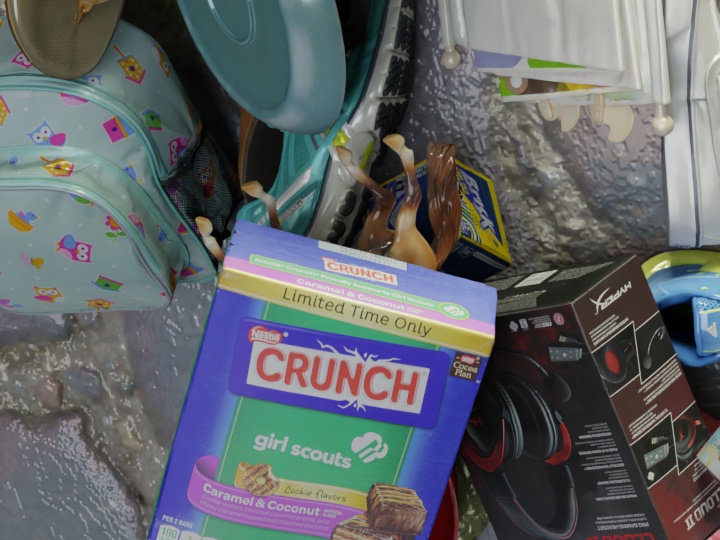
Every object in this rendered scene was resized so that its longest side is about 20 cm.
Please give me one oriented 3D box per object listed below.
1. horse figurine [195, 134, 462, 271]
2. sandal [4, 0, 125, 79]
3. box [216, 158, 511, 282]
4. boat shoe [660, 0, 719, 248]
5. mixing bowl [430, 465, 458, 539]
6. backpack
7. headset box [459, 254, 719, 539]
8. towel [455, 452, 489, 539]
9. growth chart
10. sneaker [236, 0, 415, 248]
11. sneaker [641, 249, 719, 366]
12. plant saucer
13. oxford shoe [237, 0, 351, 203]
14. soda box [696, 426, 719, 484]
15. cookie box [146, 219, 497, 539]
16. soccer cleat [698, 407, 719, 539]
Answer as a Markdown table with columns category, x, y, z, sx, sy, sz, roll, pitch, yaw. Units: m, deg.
| category | x | y | z | sx | sy | sz | roll | pitch | yaw |
| --- | --- | --- | --- | --- | --- | --- | --- | --- | --- |
| horse figurine | -0.014 | -0.007 | 1.418 | 0.199 | 0.050 | 0.133 | -24 | 113 | -8 |
| sandal | -0.156 | -0.206 | 1.372 | 0.201 | 0.080 | 0.054 | -64 | 34 | 18 |
| box | 0.000 | 0.000 | 1.523 | 0.199 | 0.064 | 0.070 | -28 | 57 | 29 |
| boat shoe | 0.218 | -0.112 | 1.404 | 0.065 | 0.072 | 0.201 | -2 | 101 | 5 |
| mixing bowl | -0.015 | 0.137 | 1.525 | 0.199 | 0.108 | 0.201 | 6 | 108 | 18 |
| backpack | -0.191 | -0.070 | 1.510 | 0.175 | 0.154 | 0.201 | -1 | 130 | 24 |
| headset box | 0.137 | 0.102 | 1.435 | 0.148 | 0.075 | 0.201 | -10 | 108 | 47 |
| towel | 0.040 | 0.123 | 1.580 | 0.148 | 0.036 | 0.201 | 34 | 116 | 8 |
| growth chart | 0.115 | -0.160 | 1.418 | 0.199 | 0.018 | 0.145 | 20 | 120 | 41 |
| sneaker | -0.019 | -0.101 | 1.467 | 0.079 | 0.078 | 0.201 | 22 | 87 | 12 |
| sneaker | 0.257 | 0.033 | 1.418 | 0.199 | 0.105 | 0.076 | -1 | 109 | 23 |
| plant saucer | -0.073 | -0.172 | 1.393 | 0.200 | 0.027 | 0.201 | 49 | 153 | 36 |
| oxford shoe | -0.054 | -0.138 | 1.521 | 0.071 | 0.071 | 0.201 | 37 | 126 | 41 |
| soda box | 0.295 | 0.063 | 1.364 | 0.068 | 0.064 | 0.200 | 38 | 95 | -14 |
| cookie box | -0.024 | 0.089 | 1.384 | 0.170 | 0.075 | 0.201 | 14 | 114 | -5 |
| soccer cleat | 0.205 | 0.108 | 1.501 | 0.076 | 0.067 | 0.200 | -35 | 83 | -9 |
